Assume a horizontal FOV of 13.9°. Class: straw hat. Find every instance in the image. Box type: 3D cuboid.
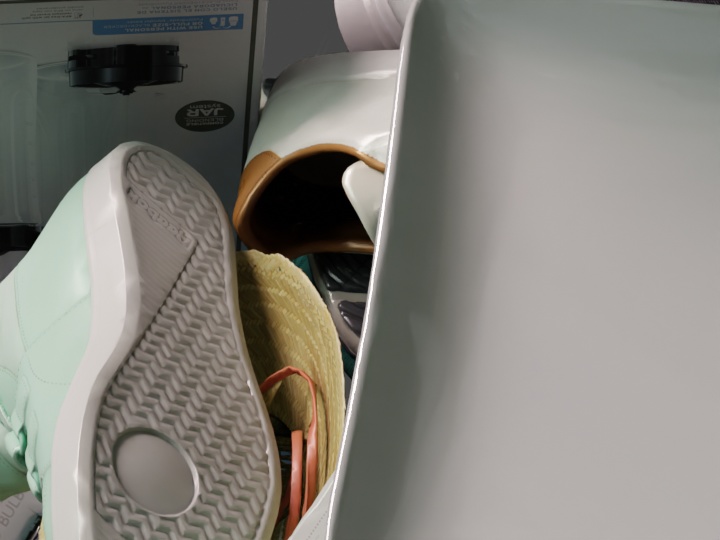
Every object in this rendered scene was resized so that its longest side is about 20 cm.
[{"bbox_3d":[-0.026,0.094,0.975,0.201,0.085,0.201,-35,47,48],"label":"straw hat"}]

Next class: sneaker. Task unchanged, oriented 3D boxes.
[{"bbox_3d":[0.000,0.000,1.065,0.200,0.077,0.080,-115,39,-63],"label":"sneaker"},{"bbox_3d":[-0.088,0.064,0.930,0.118,0.074,0.201,-45,30,31],"label":"sneaker"},{"bbox_3d":[0.048,-0.034,0.943,0.200,0.073,0.085,-11,37,32],"label":"sneaker"}]

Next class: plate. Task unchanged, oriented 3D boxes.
[{"bbox_3d":[0.100,0.016,0.776,0.032,0.200,0.200,88,-171,-56],"label":"plate"}]

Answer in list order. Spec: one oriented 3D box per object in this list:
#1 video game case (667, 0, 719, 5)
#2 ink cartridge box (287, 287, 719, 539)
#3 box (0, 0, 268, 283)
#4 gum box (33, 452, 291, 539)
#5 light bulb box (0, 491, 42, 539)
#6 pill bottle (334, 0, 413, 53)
[{"bbox_3d":[0.088,-0.121,0.812,0.200,0.181,0.036,5,65,33],"label":"video game case"},{"bbox_3d":[0.030,0.125,0.818,0.145,0.048,0.200,40,101,25],"label":"ink cartridge box"},{"bbox_3d":[-0.093,-0.061,1.031,0.200,0.116,0.060,100,165,-58],"label":"box"},{"bbox_3d":[-0.088,0.077,1.147,0.170,0.045,0.200,-48,30,23],"label":"gum box"},{"bbox_3d":[-0.235,0.138,1.114,0.198,0.125,0.200,-61,16,-20],"label":"light bulb box"},{"bbox_3d":[0.078,-0.123,0.982,0.200,0.111,0.111,-33,38,43],"label":"pill bottle"}]
